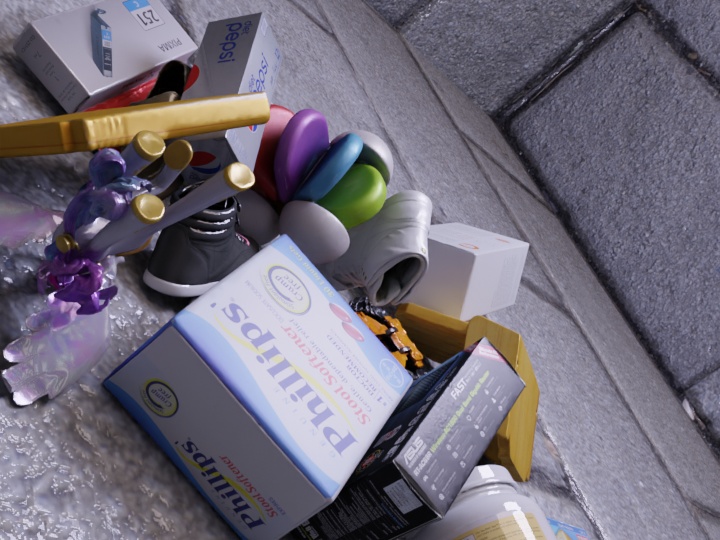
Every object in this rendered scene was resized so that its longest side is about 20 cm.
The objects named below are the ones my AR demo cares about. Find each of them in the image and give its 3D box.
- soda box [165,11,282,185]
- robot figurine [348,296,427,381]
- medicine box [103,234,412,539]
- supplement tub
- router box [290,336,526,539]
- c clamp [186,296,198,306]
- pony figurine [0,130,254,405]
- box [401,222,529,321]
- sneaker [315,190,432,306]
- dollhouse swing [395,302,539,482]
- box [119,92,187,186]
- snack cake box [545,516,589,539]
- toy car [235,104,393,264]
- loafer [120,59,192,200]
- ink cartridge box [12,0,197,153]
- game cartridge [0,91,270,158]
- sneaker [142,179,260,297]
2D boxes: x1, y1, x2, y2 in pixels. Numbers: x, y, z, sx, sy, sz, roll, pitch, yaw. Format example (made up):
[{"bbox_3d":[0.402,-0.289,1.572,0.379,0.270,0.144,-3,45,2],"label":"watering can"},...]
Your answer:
[{"bbox_3d":[-0.136,-0.177,0.936,0.063,0.068,0.200,66,25,-46],"label":"soda box"},{"bbox_3d":[0.007,0.097,1.065,0.145,0.058,0.200,56,20,16],"label":"robot figurine"},{"bbox_3d":[-0.076,0.094,0.768,0.182,0.103,0.200,49,30,-3],"label":"medicine box"},{"bbox_3d":[0.124,0.294,0.823,0.145,0.145,0.200,27,29,-49],"label":"supplement tub"},{"bbox_3d":[0.042,0.157,0.798,0.062,0.150,0.200,49,39,-1],"label":"router box"},{"bbox_3d":[-0.103,0.092,0.871,0.200,0.027,0.171,51,18,6],"label":"c clamp"},{"bbox_3d":[-0.200,-0.019,0.670,0.167,0.200,0.193,57,35,1],"label":"pony figurine"},{"bbox_3d":[0.135,-0.002,1.270,0.124,0.098,0.200,19,14,28],"label":"box"},{"bbox_3d":[0.000,0.000,1.056,0.074,0.200,0.116,33,40,-28],"label":"sneaker"},{"bbox_3d":[0.128,0.157,1.174,0.200,0.176,0.182,58,40,-59],"label":"dollhouse swing"},{"bbox_3d":[-0.241,-0.187,1.079,0.200,0.036,0.144,42,21,-18],"label":"box"},{"bbox_3d":[0.213,0.348,1.042,0.200,0.067,0.115,29,27,-45],"label":"snack cake box"},{"bbox_3d":[-0.069,-0.116,1.023,0.175,0.200,0.150,-57,148,-31],"label":"toy car"},{"bbox_3d":[-0.209,-0.141,0.933,0.200,0.076,0.067,-79,149,-43],"label":"loafer"},{"bbox_3d":[-0.244,-0.209,0.992,0.176,0.045,0.200,51,36,-7],"label":"ink cartridge box"},{"bbox_3d":[-0.205,-0.119,0.763,0.200,0.176,0.032,-23,110,-47],"label":"game cartridge"},{"bbox_3d":[-0.137,-0.039,0.911,0.071,0.099,0.200,25,16,13],"label":"sneaker"}]
